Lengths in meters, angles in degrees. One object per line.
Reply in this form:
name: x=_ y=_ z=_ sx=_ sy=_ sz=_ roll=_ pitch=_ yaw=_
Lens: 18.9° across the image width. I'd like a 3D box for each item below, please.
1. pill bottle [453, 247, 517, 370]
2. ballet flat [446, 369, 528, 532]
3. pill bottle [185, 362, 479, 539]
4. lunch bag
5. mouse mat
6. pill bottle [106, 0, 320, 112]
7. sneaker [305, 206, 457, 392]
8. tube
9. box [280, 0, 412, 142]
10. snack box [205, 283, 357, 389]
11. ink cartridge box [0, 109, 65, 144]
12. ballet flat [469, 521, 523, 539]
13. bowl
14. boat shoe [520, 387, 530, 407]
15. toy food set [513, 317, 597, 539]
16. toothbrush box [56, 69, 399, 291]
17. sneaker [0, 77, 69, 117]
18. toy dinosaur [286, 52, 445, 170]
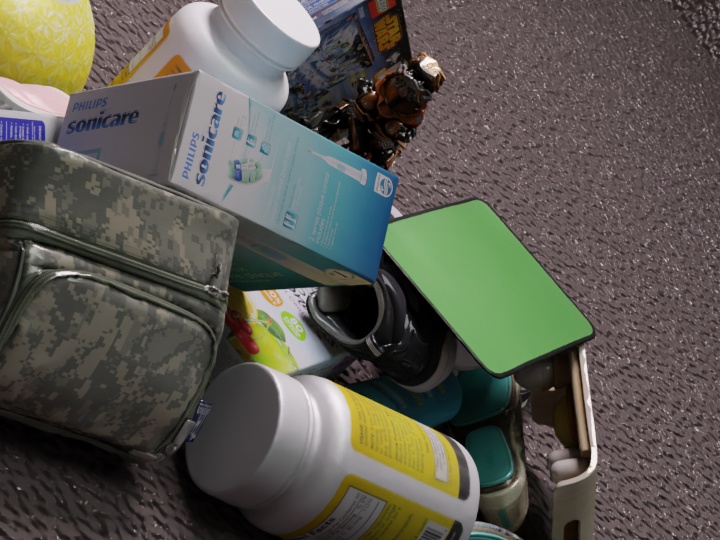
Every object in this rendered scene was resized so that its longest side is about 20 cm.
pill bottle: x=0.085 y=0.018 z=1.874 sx=0.112 sy=0.112 sz=0.200 roll=42 pitch=7 yaw=-12
ballet flat: x=0.110 y=0.149 z=1.842 sx=0.200 sy=0.067 sz=0.063 roll=-87 pitch=159 yaw=-57
pill bottle: x=-0.019 y=0.141 z=1.524 sx=0.200 sy=0.114 sz=0.115 roll=28 pitch=28 yaw=-40
lunch bag: x=-0.185 y=0.024 z=1.391 sx=0.200 sy=0.139 sz=0.168 roll=23 pitch=72 yaw=-44
mouse mat: x=0.101 y=0.010 z=1.751 sx=0.161 sy=0.008 sz=0.200 roll=50 pitch=30 yaw=14
pill bottle: x=-0.127 y=-0.137 z=1.687 sx=0.111 sy=0.200 sz=0.111 roll=38 pitch=24 yaw=-20
sneaker: x=0.000 y=0.000 z=1.713 sx=0.114 sy=0.075 sz=0.200 roll=26 pitch=30 yaw=-53
tube: x=0.016 y=0.113 z=1.736 sx=0.077 sy=0.051 sz=0.200 roll=33 pitch=20 yaw=21
box: x=-0.023 y=-0.186 z=1.936 sx=0.040 sy=0.137 sz=0.200 roll=57 pitch=-8 yaw=25
snack box: x=-0.085 y=0.030 z=1.675 sx=0.142 sy=0.053 sz=0.200 roll=53 pitch=21 yaw=10
ink cartridge box: x=-0.262 y=-0.060 z=1.459 sx=0.200 sy=0.039 sz=0.100 roll=1 pitch=90 yaw=-61
ballet flat: x=0.117 y=0.241 z=1.689 sx=0.200 sy=0.074 sz=0.074 roll=34 pitch=25 yaw=-34
bowl: x=-0.274 y=-0.218 z=1.683 sx=0.200 sy=0.108 sz=0.200 roll=39 pitch=24 yaw=-20
boat shoe: x=0.155 y=0.075 z=2.026 sx=0.074 sy=0.060 sz=0.200 roll=49 pitch=22 yaw=4
toy food set: x=0.160 y=0.150 z=1.807 sx=0.200 sy=0.060 sz=0.144 roll=-90 pitch=178 yaw=-46
toothbrush box: x=-0.096 y=-0.058 z=1.518 sx=0.200 sy=0.146 sz=0.086 roll=28 pitch=69 yaw=-41
sneaker: x=-0.266 y=-0.106 z=1.568 sx=0.200 sy=0.076 sz=0.105 roll=19 pitch=6 yaw=-23
toy dinosaur: x=0.010 y=-0.118 z=1.932 sx=0.102 sy=0.200 sz=0.136 roll=36 pitch=54 yaw=20
